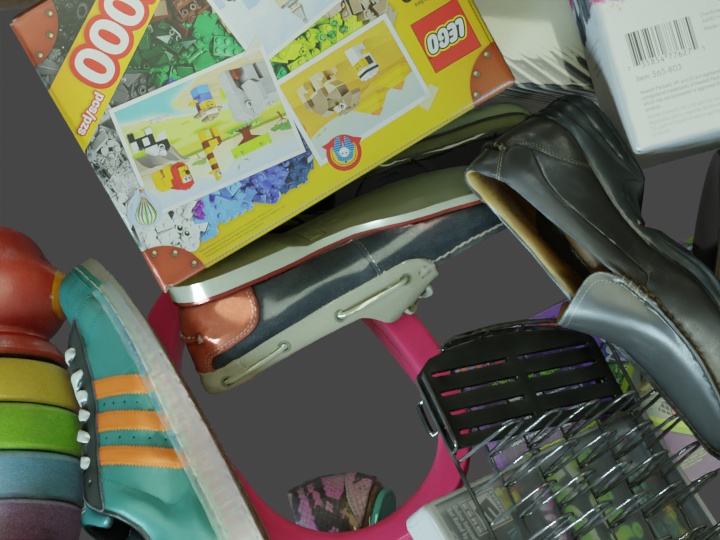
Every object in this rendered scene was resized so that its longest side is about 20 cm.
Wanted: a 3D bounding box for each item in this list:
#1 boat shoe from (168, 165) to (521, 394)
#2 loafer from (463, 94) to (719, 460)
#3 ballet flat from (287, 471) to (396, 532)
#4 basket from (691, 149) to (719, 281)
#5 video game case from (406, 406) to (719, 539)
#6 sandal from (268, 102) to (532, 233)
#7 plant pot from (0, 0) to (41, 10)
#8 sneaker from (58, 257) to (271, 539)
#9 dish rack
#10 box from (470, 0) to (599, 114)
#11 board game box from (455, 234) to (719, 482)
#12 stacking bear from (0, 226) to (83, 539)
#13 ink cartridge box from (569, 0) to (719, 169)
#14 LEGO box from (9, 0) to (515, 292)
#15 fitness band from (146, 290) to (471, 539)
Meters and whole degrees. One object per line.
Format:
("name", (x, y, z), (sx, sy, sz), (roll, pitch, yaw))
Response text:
("boat shoe", (0.000, 0.000, 0.968), (0.198, 0.071, 0.063), (-22, 104, -12))
("loafer", (0.124, 0.012, 0.916), (0.072, 0.073, 0.201), (-25, 69, -23))
("ballet flat", (-0.017, 0.208, 0.996), (0.070, 0.069, 0.202), (-4, 78, 17))
("basket", (0.273, 0.008, 0.964), (0.198, 0.136, 0.182), (6, 81, 3))
("video game case", (0.135, 0.176, 0.920), (0.181, 0.023, 0.201), (-17, 69, -46))
("sandal", (-0.003, -0.062, 1.028), (0.199, 0.080, 0.058), (-12, 65, -8))
("plant pot", (-0.101, -0.231, 1.004), (0.198, 0.187, 0.189), (-1, 82, -15))
("sneaker", (-0.114, 0.087, 0.939), (0.079, 0.071, 0.201), (-29, 67, -4))
("dish rack", (0.118, 0.106, 0.904), (0.152, 0.055, 0.201), (-7, 62, -43))
("box", (0.115, -0.123, 1.027), (0.198, 0.082, 0.069), (1, 83, 1))
("board game box", (0.158, 0.059, 1.030), (0.198, 0.032, 0.121), (-25, 88, -5))
("stacking bear", (-0.191, 0.074, 0.988), (0.112, 0.121, 0.202), (-7, 74, 11))
("ink cartridge box", (0.161, -0.164, 0.958), (0.114, 0.068, 0.202), (-14, 84, -2))
("LEGO box", (-0.050, -0.107, 0.927), (0.199, 0.077, 0.150), (-31, 101, -4))
("fitness band", (-0.029, 0.068, 0.994), (0.143, 0.038, 0.200), (-37, 65, -10))
